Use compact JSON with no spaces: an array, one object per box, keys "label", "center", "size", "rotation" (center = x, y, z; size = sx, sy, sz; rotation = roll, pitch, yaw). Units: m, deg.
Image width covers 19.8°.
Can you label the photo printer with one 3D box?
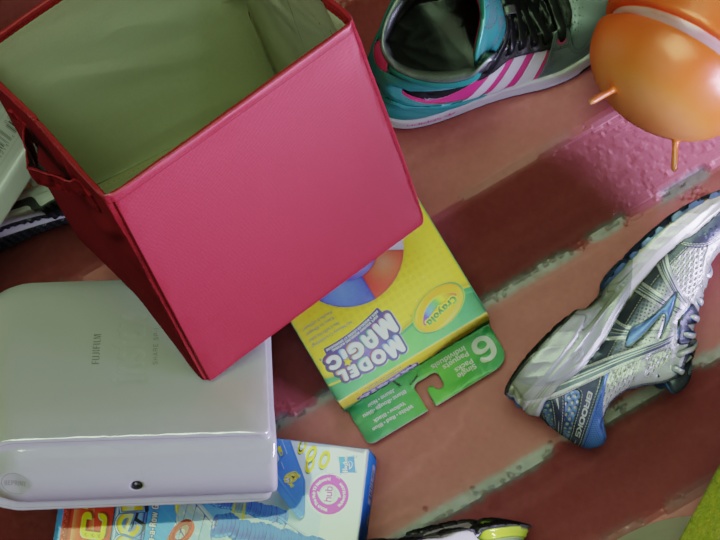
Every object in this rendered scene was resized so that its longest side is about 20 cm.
[{"label":"photo printer","center":[-0.153,0.074,1.287],"size":[0.199,0.070,0.167],"rotation":[-1,38,-3]}]

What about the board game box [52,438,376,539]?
[{"label":"board game box","center":[-0.099,0.203,1.317],"size":[0.195,0.056,0.201],"rotation":[6,79,7]}]

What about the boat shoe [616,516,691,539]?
[{"label":"boat shoe","center":[0.151,0.231,1.283],"size":[0.200,0.071,0.063],"rotation":[-38,114,-17]}]

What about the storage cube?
[{"label":"storage cube","center":[-0.095,-0.078,1.243],"size":[0.200,0.180,0.171],"rotation":[-37,50,-12]}]

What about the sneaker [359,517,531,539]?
[{"label":"sneaker","center":[0.028,0.203,1.259],"size":[0.199,0.074,0.081],"rotation":[-6,87,-34]}]

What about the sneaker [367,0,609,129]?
[{"label":"sneaker","center":[0.091,-0.164,1.343],"size":[0.199,0.121,0.084],"rotation":[-25,77,-1]}]

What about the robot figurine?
[{"label":"robot figurine","center":[0.221,-0.170,1.331],"size":[0.116,0.144,0.201],"rotation":[26,78,22]}]

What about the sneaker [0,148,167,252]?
[{"label":"sneaker","center":[-0.217,-0.067,1.378],"size":[0.199,0.074,0.080],"rotation":[-18,75,1]}]

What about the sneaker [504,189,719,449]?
[{"label":"sneaker","center":[0.187,0.032,1.325],"size":[0.085,0.077,0.200],"rotation":[44,93,3]}]

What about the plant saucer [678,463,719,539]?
[{"label":"plant saucer","center":[0.305,0.172,1.255],"size":[0.199,0.048,0.201],"rotation":[31,82,-9]}]

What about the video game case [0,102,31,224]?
[{"label":"video game case","center":[-0.299,-0.064,1.362],"size":[0.182,0.023,0.201],"rotation":[35,93,35]}]

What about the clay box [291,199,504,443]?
[{"label":"clay box","center":[0.000,0.000,1.354],"size":[0.115,0.048,0.201],"rotation":[-31,76,-1]}]
